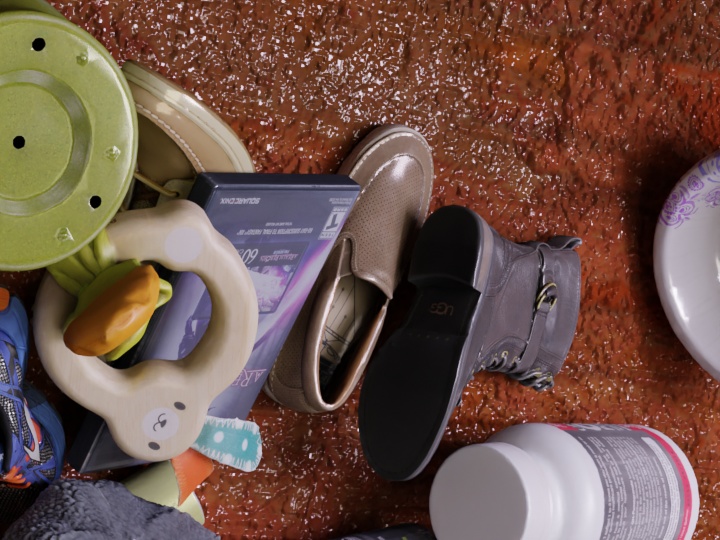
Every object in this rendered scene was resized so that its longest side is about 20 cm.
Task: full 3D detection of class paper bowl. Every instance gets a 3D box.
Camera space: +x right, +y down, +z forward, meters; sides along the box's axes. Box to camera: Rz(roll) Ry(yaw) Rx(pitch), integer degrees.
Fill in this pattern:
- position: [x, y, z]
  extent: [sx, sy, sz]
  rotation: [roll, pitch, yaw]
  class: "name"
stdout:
- position: [0.319, -0.007, 1.413]
  extent: [0.104, 0.200, 0.202]
  rotation: [-28, 115, -46]
  class: "paper bowl"

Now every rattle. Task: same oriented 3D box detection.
- position: [-0.098, 0.073, 1.079]
  extent: [0.130, 0.143, 0.201]
  rotation: [-21, 118, -23]
  class: "rattle"

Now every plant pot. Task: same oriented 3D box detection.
- position: [-0.215, -0.078, 1.052]
  extent: [0.200, 0.193, 0.201]
  rotation: [-7, 103, -33]
  class: "plant pot"

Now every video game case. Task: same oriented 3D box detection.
- position: [-0.087, 0.030, 1.191]
  extent: [0.143, 0.019, 0.201]
  rotation: [-3, 125, -55]
  class: "video game case"

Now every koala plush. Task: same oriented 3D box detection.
- position: [-0.162, 0.245, 1.148]
  extent: [0.177, 0.184, 0.200]
  rotation: [3, 128, -45]
  class: "koala plush"

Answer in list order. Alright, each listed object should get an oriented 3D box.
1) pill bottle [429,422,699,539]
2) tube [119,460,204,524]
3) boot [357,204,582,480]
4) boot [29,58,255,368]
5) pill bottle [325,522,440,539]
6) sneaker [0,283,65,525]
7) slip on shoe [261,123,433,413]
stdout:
- position: [0.138, 0.159, 1.351]
  extent: [0.200, 0.110, 0.111]
  rotation: [6, 96, -51]
  class: "pill bottle"
- position: [-0.189, 0.188, 1.211]
  extent: [0.200, 0.052, 0.058]
  rotation: [-31, 76, -20]
  class: "tube"
- position: [0.088, 0.057, 1.335]
  extent: [0.174, 0.069, 0.201]
  rotation: [23, 85, -55]
  class: "boot"
- position: [-0.134, -0.020, 1.156]
  extent: [0.156, 0.073, 0.200]
  rotation: [-49, 157, -12]
  class: "boot"
- position: [-0.037, 0.232, 1.283]
  extent: [0.199, 0.106, 0.107]
  rotation: [-7, 103, -32]
  class: "pill bottle"
- position: [-0.215, 0.092, 1.116]
  extent: [0.200, 0.075, 0.079]
  rotation: [82, 9, -52]
  class: "sneaker"
- position: [0.000, 0.000, 1.288]
  extent: [0.076, 0.061, 0.200]
  rotation: [35, 80, -33]
  class: "slip on shoe"
